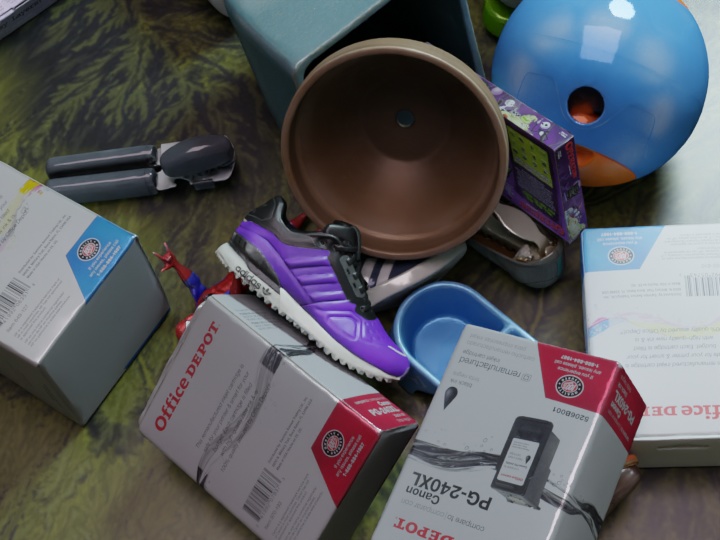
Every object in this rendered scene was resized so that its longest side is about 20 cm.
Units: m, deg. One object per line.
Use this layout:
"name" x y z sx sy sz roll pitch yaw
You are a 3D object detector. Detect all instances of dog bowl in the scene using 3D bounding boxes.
"dog bowl" 0.108 0.087 1.178 0.111 0.050 0.200 -43 66 -15

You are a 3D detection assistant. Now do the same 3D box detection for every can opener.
"can opener" -0.223 -0.109 1.308 0.198 0.067 0.054 -7 62 3

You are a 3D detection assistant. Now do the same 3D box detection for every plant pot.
"plant pot" -0.025 -0.229 1.284 0.195 0.197 0.200 -40 53 -13
"plant pot" 0.035 -0.119 1.161 0.198 0.203 0.093 4 31 9

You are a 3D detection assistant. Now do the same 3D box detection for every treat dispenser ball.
"treat dispenser ball" 0.221 -0.179 1.213 0.198 0.201 0.203 -3 63 5

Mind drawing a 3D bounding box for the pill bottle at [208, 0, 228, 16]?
"pill bottle" -0.165 -0.372 1.410 0.112 0.113 0.200 -36 65 -12

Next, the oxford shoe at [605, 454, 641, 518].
"oxford shoe" 0.168 0.235 1.089 0.200 0.071 0.073 -42 69 -3

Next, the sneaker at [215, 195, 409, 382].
"sneaker" -0.023 0.011 1.141 0.200 0.070 0.100 38 92 0

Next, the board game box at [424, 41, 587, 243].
"board game box" 0.124 -0.119 1.196 0.032 0.121 0.200 -34 49 -19

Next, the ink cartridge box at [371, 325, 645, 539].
"ink cartridge box" 0.119 0.162 1.040 0.144 0.083 0.201 13 67 33

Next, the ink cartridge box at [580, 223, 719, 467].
"ink cartridge box" 0.269 0.068 1.149 0.143 0.085 0.202 -2 62 7

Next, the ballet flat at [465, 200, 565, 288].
"ballet flat" 0.110 -0.056 1.242 0.199 0.064 0.067 32 66 21

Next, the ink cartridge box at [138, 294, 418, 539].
"ink cartridge box" -0.074 0.133 1.124 0.199 0.083 0.146 37 107 22

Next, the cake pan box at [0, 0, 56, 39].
"cake pan box" -0.414 -0.355 1.441 0.200 0.052 0.184 -40 80 -13

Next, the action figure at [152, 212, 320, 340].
"action figure" -0.111 -0.018 1.232 0.200 0.099 0.065 -47 46 -13

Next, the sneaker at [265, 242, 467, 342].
"sneaker" 0.000 0.000 1.215 0.199 0.075 0.085 -27 77 -7

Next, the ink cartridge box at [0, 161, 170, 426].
"ink cartridge box" -0.308 0.014 1.211 0.199 0.145 0.148 28 69 19

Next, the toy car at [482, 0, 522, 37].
"toy car" 0.210 -0.356 1.337 0.198 0.165 0.159 -17 62 -13
